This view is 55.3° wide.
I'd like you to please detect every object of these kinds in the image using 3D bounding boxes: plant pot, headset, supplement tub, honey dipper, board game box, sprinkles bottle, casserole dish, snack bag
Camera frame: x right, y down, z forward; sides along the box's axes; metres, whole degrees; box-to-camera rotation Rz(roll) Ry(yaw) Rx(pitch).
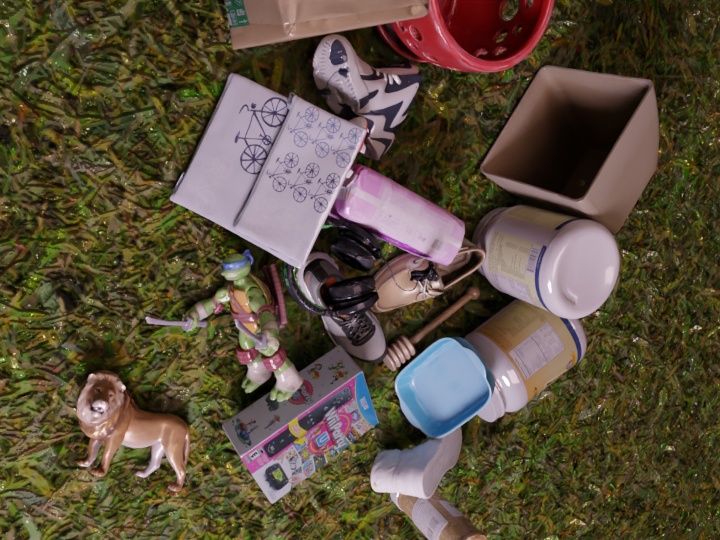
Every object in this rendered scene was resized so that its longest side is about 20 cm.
[{"bbox_3d":[0.122,-0.360,0.888,0.198,0.182,0.204,-7,106,-26],"label":"plant pot"},{"bbox_3d":[0.000,0.000,0.892,0.197,0.094,0.126,6,86,-26],"label":"headset"},{"bbox_3d":[0.276,-0.021,1.055,0.143,0.200,0.147,-8,107,-25],"label":"supplement tub"},{"bbox_3d":[0.116,0.085,1.095,0.199,0.038,0.038,-37,118,-17],"label":"honey dipper"},{"bbox_3d":[-0.079,0.221,0.984,0.199,0.064,0.148,-34,140,-16],"label":"board game box"},{"bbox_3d":[0.121,0.391,1.085,0.067,0.200,0.069,-8,108,-26],"label":"sprinkles bottle"},{"bbox_3d":[0.132,0.177,1.055,0.039,0.200,0.122,-22,71,-44],"label":"casserole dish"},{"bbox_3d":[-0.116,-0.130,0.848,0.198,0.021,0.190,27,92,7],"label":"snack bag"},{"bbox_3d":[0.251,0.137,1.118,0.199,0.144,0.146,-34,117,-16],"label":"supplement tub"},{"bbox_3d":[0.345,-0.170,1.064,0.177,0.199,0.201,35,86,-42],"label":"plant pot"}]

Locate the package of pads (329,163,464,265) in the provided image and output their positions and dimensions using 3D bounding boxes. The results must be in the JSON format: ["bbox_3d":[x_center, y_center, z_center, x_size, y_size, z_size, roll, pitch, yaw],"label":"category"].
[{"bbox_3d":[0.039,-0.080,0.957,0.198,0.120,0.077,24,91,-30],"label":"package of pads"}]

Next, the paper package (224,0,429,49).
[{"bbox_3d":[-0.050,-0.327,0.795,0.188,0.200,0.105,-18,111,-23],"label":"paper package"}]

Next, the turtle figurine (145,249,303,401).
[{"bbox_3d":[-0.164,0.092,0.887,0.142,0.201,0.196,-13,119,12],"label":"turtle figurine"}]

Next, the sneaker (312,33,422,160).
[{"bbox_3d":[0.018,-0.256,0.906,0.130,0.079,0.200,-53,139,-17],"label":"sneaker"}]

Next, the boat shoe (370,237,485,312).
[{"bbox_3d":[0.100,0.008,1.046,0.198,0.065,0.073,-25,114,-18],"label":"boat shoe"}]

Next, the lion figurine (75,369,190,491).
[{"bbox_3d":[-0.289,0.210,0.900,0.199,0.072,0.124,30,75,-45],"label":"lion figurine"}]

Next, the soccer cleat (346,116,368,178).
[{"bbox_3d":[-0.074,-0.133,0.883,0.200,0.069,0.085,-41,121,20],"label":"soccer cleat"}]

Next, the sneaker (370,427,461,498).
[{"bbox_3d":[0.088,0.298,1.118,0.199,0.114,0.075,-24,106,-59],"label":"sneaker"}]

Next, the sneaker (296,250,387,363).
[{"bbox_3d":[-0.021,0.066,0.986,0.074,0.079,0.201,-38,118,-5],"label":"sneaker"}]
